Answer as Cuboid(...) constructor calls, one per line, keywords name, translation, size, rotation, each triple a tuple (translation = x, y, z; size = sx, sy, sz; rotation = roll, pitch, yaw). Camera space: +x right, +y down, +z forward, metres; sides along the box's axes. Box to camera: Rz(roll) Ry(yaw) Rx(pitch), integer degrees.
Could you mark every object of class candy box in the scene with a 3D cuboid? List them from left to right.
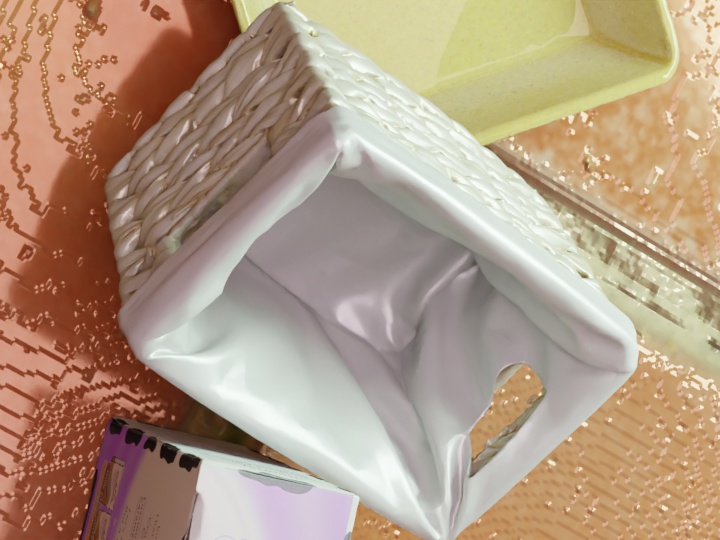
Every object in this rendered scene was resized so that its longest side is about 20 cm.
Cuboid(name="candy box", translation=(-0.075, 0.158, 1.213), size=(0.071, 0.200, 0.169), rotation=(13, 89, -16))

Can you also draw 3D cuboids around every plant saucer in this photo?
Cuboid(name="plant saucer", translation=(0.026, -0.155, 1.310), size=(0.199, 0.048, 0.201), rotation=(-19, 98, -15))

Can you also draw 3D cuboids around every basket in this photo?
Cuboid(name="basket", translation=(0.000, 0.000, 1.228), size=(0.136, 0.124, 0.200), rotation=(-44, 126, 15))
